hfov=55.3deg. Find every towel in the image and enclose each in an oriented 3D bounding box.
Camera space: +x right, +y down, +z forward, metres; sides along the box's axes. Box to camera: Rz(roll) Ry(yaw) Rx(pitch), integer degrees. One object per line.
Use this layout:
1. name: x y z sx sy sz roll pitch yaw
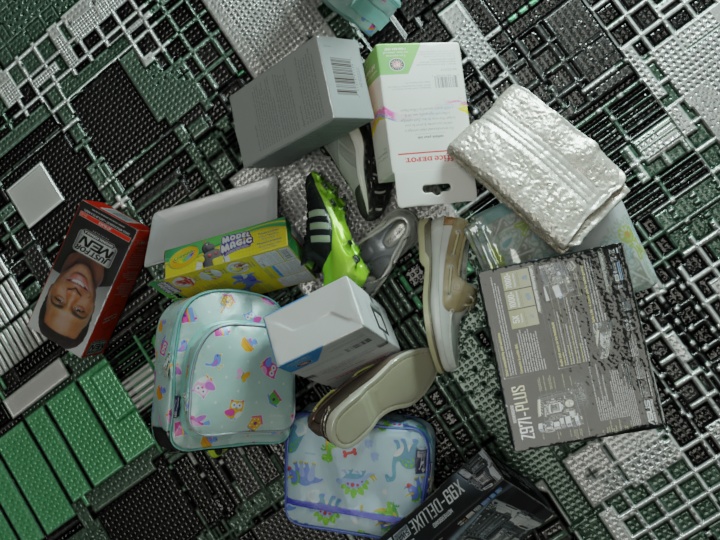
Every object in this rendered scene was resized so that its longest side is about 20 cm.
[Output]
1. towel: 0.214 -0.125 0.826 0.132 0.035 0.200 -42 75 -15
2. towel: 0.248 -0.023 0.861 0.198 0.048 0.173 -24 89 -1

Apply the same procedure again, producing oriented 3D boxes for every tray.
1. tray: -0.203 -0.064 0.955 0.197 0.022 0.108 -15 49 11

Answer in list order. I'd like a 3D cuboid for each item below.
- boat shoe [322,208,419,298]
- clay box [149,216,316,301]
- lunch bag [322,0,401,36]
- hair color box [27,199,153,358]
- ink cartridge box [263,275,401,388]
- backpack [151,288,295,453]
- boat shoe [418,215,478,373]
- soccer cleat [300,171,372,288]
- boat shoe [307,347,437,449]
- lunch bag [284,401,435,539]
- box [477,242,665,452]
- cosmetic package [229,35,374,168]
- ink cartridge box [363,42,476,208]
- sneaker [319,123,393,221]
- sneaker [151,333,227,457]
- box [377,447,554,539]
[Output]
1. boat shoe: 0.000 0.000 0.908 0.071 0.069 0.201 38 102 7
2. clay box: -0.170 -0.004 0.918 0.197 0.115 0.048 -14 64 11
3. lunch bag: -0.028 -0.376 0.854 0.161 0.200 0.077 47 109 8
4. hair color box: -0.386 0.012 0.992 0.101 0.061 0.202 26 96 9
5. ink cartridge box: -0.025 0.085 0.863 0.115 0.200 0.067 -26 67 9
6. backpack: -0.171 0.122 0.873 0.174 0.153 0.203 4 73 -31
7. boat shoe: 0.116 0.029 0.883 0.067 0.075 0.203 -6 86 13
8. soccer cleat: -0.048 -0.048 0.888 0.081 0.067 0.202 -36 50 19
9. boat shoe: 0.020 0.151 0.868 0.059 0.199 0.073 5 119 48
10. lunch bag: -0.001 0.267 0.906 0.197 0.082 0.163 7 94 12
11. box: 0.230 0.086 0.777 0.161 0.086 0.203 -12 83 8
12. cosmetic package: -0.080 -0.207 0.874 0.199 0.071 0.103 -14 87 47
13. ink cartridge box: 0.076 -0.179 0.876 0.115 0.067 0.203 -6 88 -16
14. sneaker: -0.014 -0.162 0.920 0.079 0.074 0.203 -19 86 30
15. sneaker: -0.231 0.163 0.966 0.083 0.074 0.202 -19 94 44
16. box: 0.124 0.323 0.846 0.200 0.158 0.050 -43 42 7
